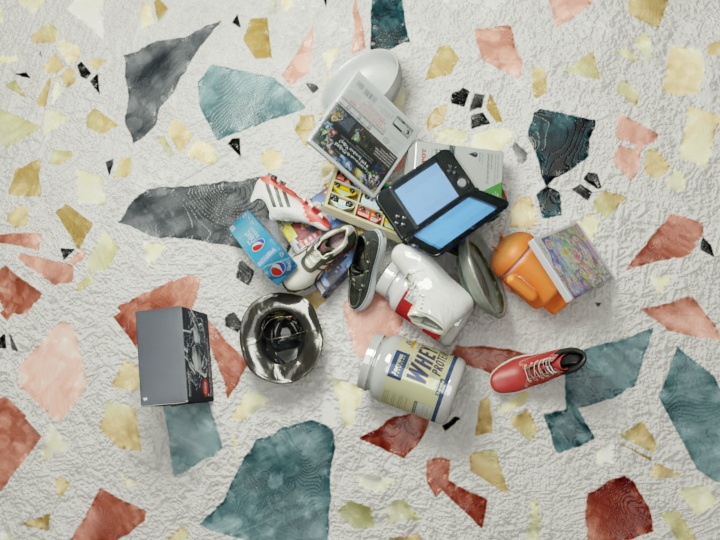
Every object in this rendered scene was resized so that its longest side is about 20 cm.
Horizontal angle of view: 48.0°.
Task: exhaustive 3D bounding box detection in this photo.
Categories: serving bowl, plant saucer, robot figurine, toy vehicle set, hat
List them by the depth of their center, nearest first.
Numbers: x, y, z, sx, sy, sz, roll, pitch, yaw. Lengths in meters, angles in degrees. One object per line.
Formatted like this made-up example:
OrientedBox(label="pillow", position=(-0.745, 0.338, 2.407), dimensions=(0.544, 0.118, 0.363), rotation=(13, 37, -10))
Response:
OrientedBox(label="plant saucer", position=(0.241, 0.010, 1.675), dimensions=(0.050, 0.200, 0.201), rotation=(-21, 79, 22))
OrientedBox(label="robot figurine", position=(0.356, -0.001, 1.688), dimensions=(0.200, 0.117, 0.144), rotation=(41, 77, 0))
OrientedBox(label="toy vehicle set", position=(0.024, -0.145, 1.746), dimensions=(0.199, 0.027, 0.125), rotation=(21, 57, -10))
OrientedBox(label="hat", position=(-0.168, 0.152, 1.764), dimensions=(0.199, 0.081, 0.202), rotation=(-1, 74, 5))
OrientedBox(label="serving bowl", position=(0.012, -0.396, 1.796), dimensions=(0.199, 0.066, 0.201), rotation=(-21, 46, 23))

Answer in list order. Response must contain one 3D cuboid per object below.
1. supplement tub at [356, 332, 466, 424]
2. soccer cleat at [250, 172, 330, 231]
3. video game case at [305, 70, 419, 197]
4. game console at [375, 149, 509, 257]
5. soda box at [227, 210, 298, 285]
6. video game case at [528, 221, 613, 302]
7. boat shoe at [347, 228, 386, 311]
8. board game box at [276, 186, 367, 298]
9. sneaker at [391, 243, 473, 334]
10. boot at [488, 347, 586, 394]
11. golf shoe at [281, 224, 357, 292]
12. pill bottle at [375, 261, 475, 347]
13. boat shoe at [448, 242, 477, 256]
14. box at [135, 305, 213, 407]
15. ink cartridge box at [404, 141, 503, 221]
OrientedBox(label="supplement tub", position=(0.106, 0.220, 1.681), dimensions=(0.199, 0.145, 0.146), rotation=(19, 85, 10))
OrientedBox(label="soccer cleat", position=(-0.152, -0.131, 1.750), dimensions=(0.200, 0.069, 0.085), rotation=(36, 99, 14))
OrientedBox(label="video game case", position=(0.008, -0.283, 1.690), dimensions=(0.200, 0.023, 0.182), rotation=(38, 82, -30))
OrientedBox(label="game console", position=(0.161, -0.139, 1.614), dimensions=(0.200, 0.118, 0.171), rotation=(-35, 91, -16))
OrientedBox(label="soda box", position=(-0.213, -0.051, 1.749), dimensions=(0.064, 0.068, 0.200), rotation=(-44, 40, 1))
OrientedBox(label="video game case", position=(0.435, -0.021, 1.661), dimensions=(0.018, 0.200, 0.144), rotation=(-40, 76, 41))
OrientedBox(label="boat shoe", position=(0.000, 0.000, 1.727), dimensions=(0.069, 0.056, 0.201), rotation=(44, 129, 42))
OrientedBox(label="board game box", position=(-0.049, -0.076, 1.788), dimensions=(0.199, 0.062, 0.201), rotation=(-32, 79, 1))
OrientedBox(label="sneaker", position=(0.119, 0.040, 1.619), dimensions=(0.200, 0.074, 0.116), rotation=(40, 58, 12))
OrientedBox(label="boot", position=(0.358, 0.202, 1.651), dimensions=(0.199, 0.144, 0.073), rotation=(-20, 81, 6))
OrientedBox(label="golf shoe", position=(-0.093, -0.033, 1.713), dimensions=(0.200, 0.088, 0.077), rotation=(-41, 80, 2))
OrientedBox(label="pill bottle", position=(0.135, 0.064, 1.717), dimensions=(0.200, 0.112, 0.113), rotation=(35, 88, 11))
OrientedBox(label="boat shoe", position=(0.165, -0.068, 1.719), dimensions=(0.200, 0.072, 0.066), rotation=(15, 80, -23))
OrientedBox(label="box", position=(-0.395, 0.188, 1.736), dimensions=(0.104, 0.182, 0.201), rotation=(-7, 81, 6))
OrientedBox(label="ink cartridge box", position=(0.197, -0.189, 1.733), dimensions=(0.199, 0.083, 0.147), rotation=(5, 83, -9))
